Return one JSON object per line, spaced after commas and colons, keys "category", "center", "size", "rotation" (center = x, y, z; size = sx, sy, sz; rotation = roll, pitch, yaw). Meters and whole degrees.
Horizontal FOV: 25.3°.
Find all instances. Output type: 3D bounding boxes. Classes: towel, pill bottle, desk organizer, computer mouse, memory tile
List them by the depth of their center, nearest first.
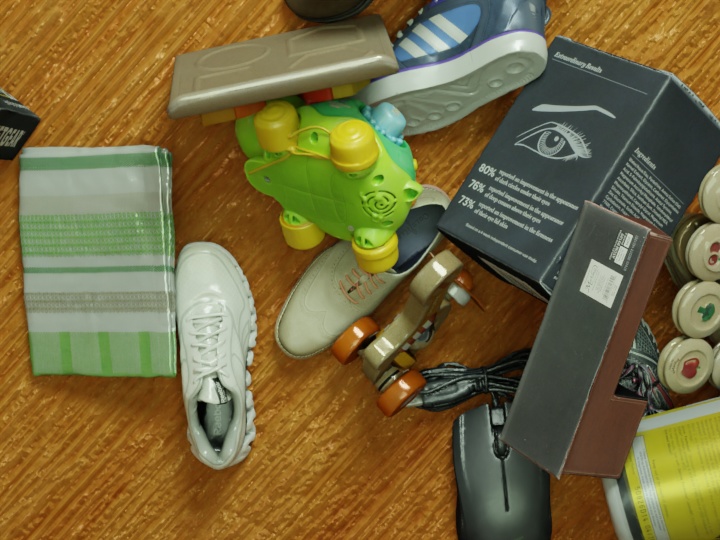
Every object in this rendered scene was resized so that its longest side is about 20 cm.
{"category": "desk organizer", "center": [0.188, 0.057, 1.244], "size": [0.076, 0.072, 0.202], "rotation": [10, 103, -41]}
{"category": "pill bottle", "center": [0.298, 0.159, 1.299], "size": [0.198, 0.112, 0.113], "rotation": [-16, 95, 13]}
{"category": "memory tile", "center": [0.332, 0.010, 1.346], "size": [0.152, 0.017, 0.202], "rotation": [2, 107, -25]}
{"category": "towel", "center": [-0.227, -0.008, 1.396], "size": [0.147, 0.031, 0.203], "rotation": [1, 97, 20]}
{"category": "computer mouse", "center": [0.118, 0.178, 1.414], "size": [0.137, 0.053, 0.202], "rotation": [-10, 95, -1]}

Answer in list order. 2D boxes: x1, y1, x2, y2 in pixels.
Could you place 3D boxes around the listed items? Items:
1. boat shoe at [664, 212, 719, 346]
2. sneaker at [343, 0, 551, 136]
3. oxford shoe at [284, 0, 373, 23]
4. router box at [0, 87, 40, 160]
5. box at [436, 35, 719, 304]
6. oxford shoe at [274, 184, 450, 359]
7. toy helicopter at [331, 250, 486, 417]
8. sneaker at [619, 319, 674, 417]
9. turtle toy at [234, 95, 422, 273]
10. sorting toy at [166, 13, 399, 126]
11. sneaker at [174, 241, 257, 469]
{"category": "boat shoe", "center": [0.321, 0.028, 1.400], "size": [0.072, 0.065, 0.201], "rotation": [-40, 112, -7]}
{"category": "sneaker", "center": [0.068, -0.211, 1.382], "size": [0.198, 0.080, 0.148], "rotation": [-20, 61, 27]}
{"category": "oxford shoe", "center": [-0.013, -0.258, 1.317], "size": [0.084, 0.199, 0.074], "rotation": [-3, 80, -37]}
{"category": "router box", "center": [-0.349, -0.153, 1.309], "size": [0.149, 0.200, 0.051], "rotation": [36, 91, -3]}
{"category": "box", "center": [0.183, -0.073, 1.325], "size": [0.104, 0.148, 0.201], "rotation": [35, 88, -40]}
{"category": "oxford shoe", "center": [0.000, 0.000, 1.388], "size": [0.071, 0.074, 0.200], "rotation": [43, 93, -4]}
{"category": "toy helicopter", "center": [0.057, 0.032, 1.337], "size": [0.132, 0.200, 0.079], "rotation": [-38, 77, -22]}
{"category": "sneaker", "center": [0.243, 0.114, 1.400], "size": [0.080, 0.075, 0.202], "rotation": [-25, 94, 1]}
{"category": "turtle toy", "center": [-0.029, -0.094, 1.340], "size": [0.198, 0.147, 0.101], "rotation": [18, 50, 30]}
{"category": "sorting toy", "center": [-0.064, -0.163, 1.313], "size": [0.183, 0.200, 0.037], "rotation": [-11, 108, 0]}
{"category": "sneaker", "center": [-0.126, 0.075, 1.391], "size": [0.074, 0.081, 0.203], "rotation": [-6, 93, 2]}
